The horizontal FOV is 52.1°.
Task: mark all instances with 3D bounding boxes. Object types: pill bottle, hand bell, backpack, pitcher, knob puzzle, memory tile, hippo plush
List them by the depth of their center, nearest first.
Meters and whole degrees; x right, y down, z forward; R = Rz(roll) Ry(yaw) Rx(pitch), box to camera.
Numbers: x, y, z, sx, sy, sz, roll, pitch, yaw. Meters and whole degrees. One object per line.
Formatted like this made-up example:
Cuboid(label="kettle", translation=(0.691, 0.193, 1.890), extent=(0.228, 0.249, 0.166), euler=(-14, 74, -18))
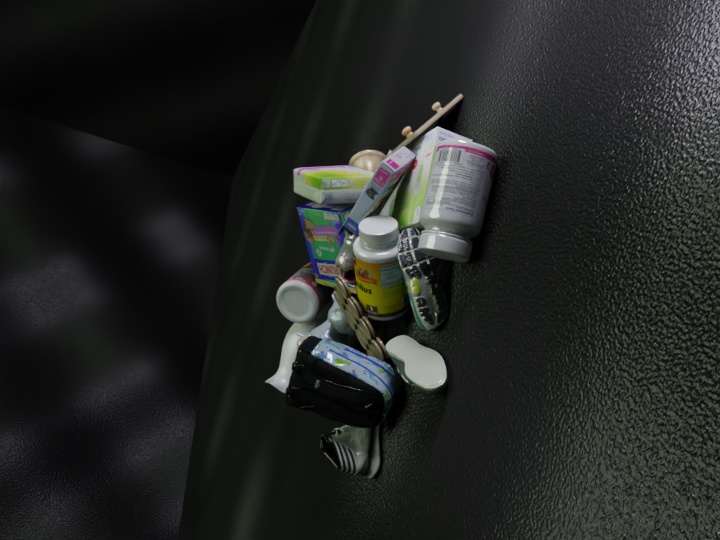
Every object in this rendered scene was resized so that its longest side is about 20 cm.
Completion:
Cuboid(label="pill bottle", translation=(0.170, -0.123, 1.322), extent=(0.113, 0.113, 0.200), euler=(180, 105, -70))
Cuboid(label="backpack", translation=(-0.027, 0.228, 1.461), extent=(0.154, 0.200, 0.163), euler=(-30, -41, -55))
Cuboid(label="pill bottle", translation=(0.042, -0.006, 1.479), extent=(0.109, 0.109, 0.200), euler=(-107, 9, -57))
Cuboid(label="memory tile", translation=(-0.001, 0.111, 1.545), extent=(0.200, 0.017, 0.153), euler=(60, 168, 14))
Cuboid(label="knob puzzle", translation=(0.110, -0.297, 1.581), extent=(0.220, 0.030, 0.220), euler=(-40, 6, 5))
Cuboid(label="hippo plush", translation=(-0.043, 0.153, 1.704), extent=(0.161, 0.159, 0.200), euler=(-49, 6, 2))
Cuboid(label="hand bell", translation=(0.025, -0.186, 1.783), extent=(0.104, 0.104, 0.200), euler=(126, 151, -45))
Cuboid(label="pill bottle", translation=(-0.125, 0.046, 1.890), extent=(0.116, 0.116, 0.200), euler=(-63, -8, 28))
Cuboid(label="pitcher", translation=(-0.141, 0.226, 1.910), extent=(0.121, 0.172, 0.200), euler=(25, 83, 27))

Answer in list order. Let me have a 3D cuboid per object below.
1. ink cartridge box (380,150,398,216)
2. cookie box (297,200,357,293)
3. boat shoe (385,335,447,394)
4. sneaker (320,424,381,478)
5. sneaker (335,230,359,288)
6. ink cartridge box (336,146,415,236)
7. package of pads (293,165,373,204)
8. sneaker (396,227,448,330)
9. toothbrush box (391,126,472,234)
Cuboid(label="ink cartridge box", translation=(0.081, -0.166, 1.665), extent=(0.200, 0.067, 0.117), euler=(-96, 29, -44))
Cuboid(label="cookie box", translation=(-0.054, -0.060, 1.734), extent=(0.171, 0.075, 0.200), euler=(12, 122, 50))
Cuboid(label="boat shoe", translation=(0.110, 0.183, 1.362), extent=(0.200, 0.073, 0.062), euler=(37, 153, 62))
Cuboid(label="sneaker", translation=(-0.021, 0.318, 1.500), extent=(0.076, 0.115, 0.201), euler=(124, 154, -42))
Cuboid(label="sneaker", translation=(0.000, 0.000, 1.587), extent=(0.081, 0.200, 0.088), euler=(26, 74, 40))
Cuboid(label="ink cartridge box", translation=(0.031, -0.150, 1.490), extent=(0.200, 0.042, 0.119), euler=(-54, -6, 35))
Cuboid(label="package of pads", translation=(-0.052, -0.198, 1.700), extent=(0.200, 0.154, 0.068), euler=(-147, 55, -63))
Cuboid(label="sneaker", translation=(0.107, 0.017, 1.400), extent=(0.080, 0.077, 0.200), euler=(128, 133, -70))
Cuboid(label="toothbrush box", translation=(0.139, -0.166, 1.484), extent=(0.146, 0.086, 0.200), euler=(-16, 59, 67))
